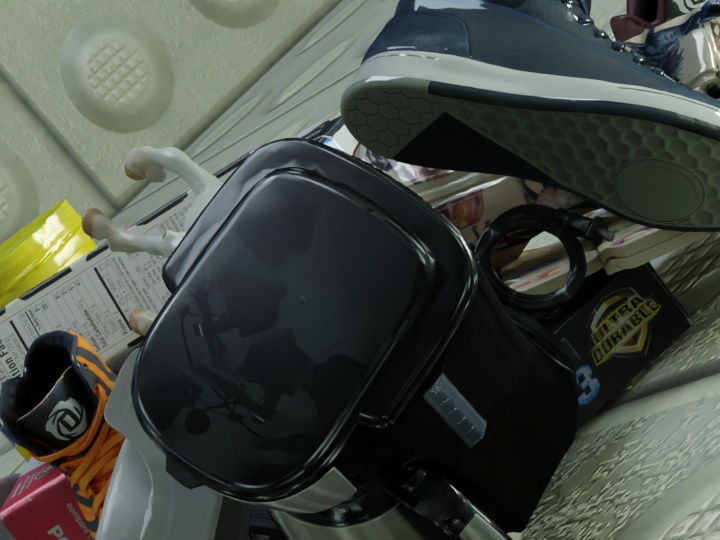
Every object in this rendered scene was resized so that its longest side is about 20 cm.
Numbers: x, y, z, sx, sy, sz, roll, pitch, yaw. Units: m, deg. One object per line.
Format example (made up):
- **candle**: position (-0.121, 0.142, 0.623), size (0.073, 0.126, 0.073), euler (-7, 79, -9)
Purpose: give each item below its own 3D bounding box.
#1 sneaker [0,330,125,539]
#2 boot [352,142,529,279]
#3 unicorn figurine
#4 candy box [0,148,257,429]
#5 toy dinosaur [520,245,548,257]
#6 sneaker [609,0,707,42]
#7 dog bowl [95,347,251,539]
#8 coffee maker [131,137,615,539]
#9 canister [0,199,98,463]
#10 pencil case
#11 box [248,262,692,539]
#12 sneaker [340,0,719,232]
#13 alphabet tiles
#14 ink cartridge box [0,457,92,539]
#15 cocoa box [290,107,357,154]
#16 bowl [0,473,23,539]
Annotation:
- **sneaker**: position (-0.128, 0.109, 1.366), size (0.078, 0.112, 0.200), euler (-40, 47, 1)
- **boot**: position (0.000, 0.000, 1.427), size (0.155, 0.074, 0.200), euler (-47, 18, -12)
- **unicorn figurine**: position (-0.059, 0.001, 1.196), size (0.137, 0.200, 0.074), euler (20, 76, 38)
- **candy box**: position (-0.118, 0.017, 1.523), size (0.200, 0.061, 0.136), euler (-32, -8, 2)
- **toy dinosaur**: position (0.072, 0.003, 1.522), size (0.199, 0.061, 0.106), euler (-17, 9, 0)
- **sneaker**: position (0.211, -0.141, 1.357), size (0.199, 0.116, 0.076), euler (-29, 7, -21)
- **dog bowl**: position (-0.089, 0.138, 1.213), size (0.200, 0.058, 0.201), euler (10, -90, -87)
- **coffee maker**: position (0.008, 0.026, 1.107), size (0.200, 0.134, 0.193), euler (52, -130, -64)
- **canister**: position (-0.170, 0.072, 1.700), size (0.148, 0.200, 0.087), euler (-31, 13, 45)
- **pencil case**: position (0.095, -0.059, 1.289), size (0.199, 0.078, 0.089), euler (-21, -12, 15)
- **box**: position (0.044, 0.074, 1.323), size (0.200, 0.050, 0.198), euler (-42, 10, -13)
- **sneaker**: position (0.108, -0.101, 1.208), size (0.077, 0.201, 0.147), euler (93, -164, -50)
- **alphabet tiles**: position (0.155, -0.034, 1.291), size (0.195, 0.015, 0.200), euler (-24, 6, 5)
- **ink cartridge box**: position (-0.090, 0.100, 1.529), size (0.200, 0.085, 0.145), euler (-32, 8, 6)
- **cocoa box**: position (-0.037, -0.001, 1.714), size (0.131, 0.133, 0.200), euler (-47, 11, -35)
- **bowl**: position (-0.236, 0.217, 1.561), size (0.201, 0.090, 0.201), euler (-44, -8, -8)
